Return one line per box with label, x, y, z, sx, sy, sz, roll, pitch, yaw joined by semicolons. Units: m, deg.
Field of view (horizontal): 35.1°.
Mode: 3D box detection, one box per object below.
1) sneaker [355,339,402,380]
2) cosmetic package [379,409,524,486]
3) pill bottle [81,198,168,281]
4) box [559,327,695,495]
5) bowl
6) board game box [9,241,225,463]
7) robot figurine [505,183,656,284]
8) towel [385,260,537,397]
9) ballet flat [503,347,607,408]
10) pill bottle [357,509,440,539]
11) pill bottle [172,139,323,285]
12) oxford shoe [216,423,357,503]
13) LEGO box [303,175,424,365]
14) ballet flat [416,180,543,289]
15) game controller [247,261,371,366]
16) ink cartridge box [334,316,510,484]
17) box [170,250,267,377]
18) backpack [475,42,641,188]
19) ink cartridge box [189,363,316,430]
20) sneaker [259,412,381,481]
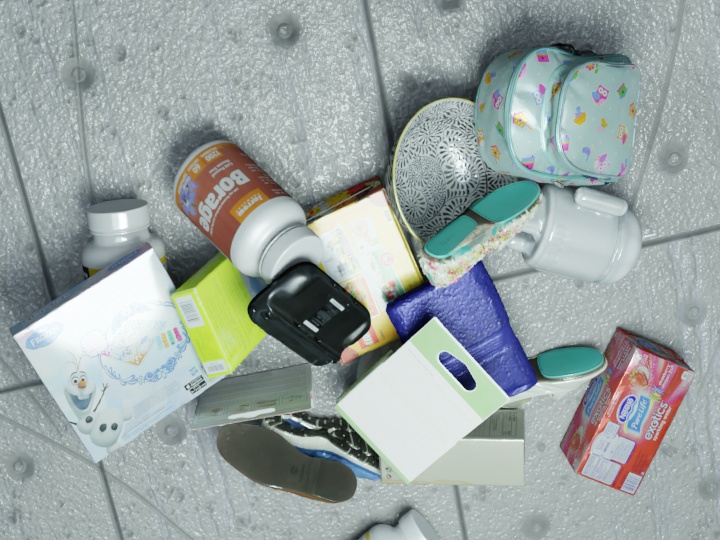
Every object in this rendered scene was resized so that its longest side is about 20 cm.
sneaker;0.078;0.108;1.564;0.198;0.081;0.077;-34;107;6
cosmetic package;0.129;0.243;1.573;0.196;0.104;0.075;1;107;10
pill bottle;-0.305;0.014;1.488;0.109;0.111;0.204;-5;105;-3
box;0.374;0.198;1.606;0.098;0.096;0.203;21;103;-11
bowl;0.100;-0.117;1.480;0.198;0.094;0.205;1;89;-33
board game box;-0.300;0.102;1.426;0.198;0.043;0.201;-33;115;-14
robot figurine;0.291;-0.047;1.521;0.196;0.115;0.170;13;145;-10
towel;0.132;0.096;1.501;0.146;0.050;0.202;-27;108;-2
ballet flat;0.250;0.156;1.607;0.196;0.070;0.071;-11;106;3
pill bottle;0.023;0.438;1.633;0.199;0.112;0.112;-40;105;7
pill bottle;-0.139;-0.066;1.430;0.200;0.112;0.113;42;102;29
oxford shoe;-0.106;0.268;1.532;0.197;0.071;0.072;26;65;-7
LEGO box;0.000;0.000;1.528;0.147;0.077;0.203;-23;106;3
ballet flat;0.149;-0.044;1.428;0.198;0.075;0.065;-31;137;-24
game controller;-0.059;0.057;1.428;0.104;0.042;0.200;-46;144;2
ink cartridge box;0.081;0.163;1.467;0.146;0.048;0.200;46;115;-1
box;-0.158;0.034;1.485;0.047;0.200;0.124;-12;110;31
backpack;0.248;-0.196;1.432;0.196;0.153;0.179;2;100;-22
ink cartridge box;-0.137;0.184;1.503;0.158;0.200;0.051;-10;104;-1
sneaker;-0.055;0.258;1.605;0.197;0.079;0.090;20;121;-11
